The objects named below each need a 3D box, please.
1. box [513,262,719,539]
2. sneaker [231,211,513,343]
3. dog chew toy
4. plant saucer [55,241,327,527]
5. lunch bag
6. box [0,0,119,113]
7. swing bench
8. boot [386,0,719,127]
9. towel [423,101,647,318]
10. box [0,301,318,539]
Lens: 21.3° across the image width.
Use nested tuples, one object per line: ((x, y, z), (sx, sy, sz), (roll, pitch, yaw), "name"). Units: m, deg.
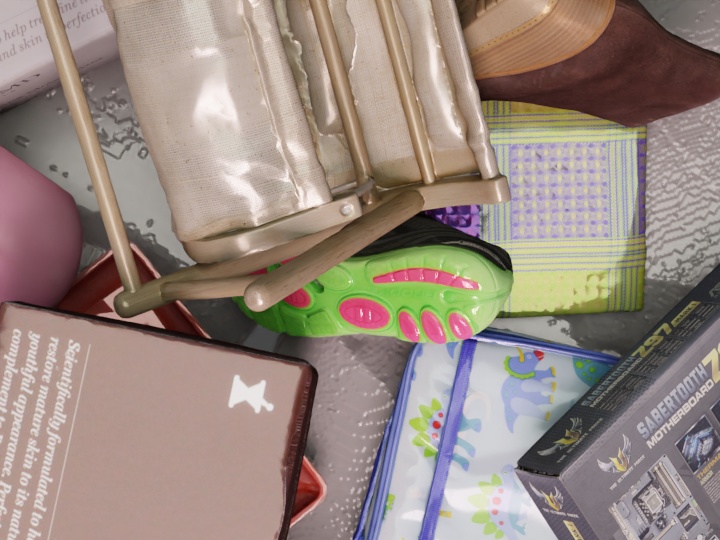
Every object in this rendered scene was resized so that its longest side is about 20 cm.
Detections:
((0.203, 0.110, 1.102), (0.200, 0.051, 0.158), (-42, 111, -22), "box")
((0.000, 0.000, 1.144), (0.200, 0.084, 0.077), (13, 111, 25), "sneaker")
((-0.250, 0.020, 1.109), (0.124, 0.125, 0.200), (34, 87, 2), "dog chew toy")
((-0.155, 0.119, 1.164), (0.200, 0.037, 0.200), (-39, 87, -3), "plant saucer")
((0.083, 0.137, 1.141), (0.161, 0.082, 0.200), (14, 86, 4), "lunch bag")
((-0.223, -0.199, 1.110), (0.199, 0.131, 0.200), (-23, 91, 12), "box")
((-0.046, -0.101, 1.006), (0.200, 0.130, 0.199), (-25, 105, -41), "swing bench")
((0.097, -0.110, 1.123), (0.166, 0.200, 0.072), (21, 64, -32), "boot")
((0.106, -0.071, 1.180), (0.143, 0.023, 0.200), (-2, 88, -1), "towel")
((-0.118, 0.114, 1.047), (0.164, 0.200, 0.166), (12, 86, 1), "box")
